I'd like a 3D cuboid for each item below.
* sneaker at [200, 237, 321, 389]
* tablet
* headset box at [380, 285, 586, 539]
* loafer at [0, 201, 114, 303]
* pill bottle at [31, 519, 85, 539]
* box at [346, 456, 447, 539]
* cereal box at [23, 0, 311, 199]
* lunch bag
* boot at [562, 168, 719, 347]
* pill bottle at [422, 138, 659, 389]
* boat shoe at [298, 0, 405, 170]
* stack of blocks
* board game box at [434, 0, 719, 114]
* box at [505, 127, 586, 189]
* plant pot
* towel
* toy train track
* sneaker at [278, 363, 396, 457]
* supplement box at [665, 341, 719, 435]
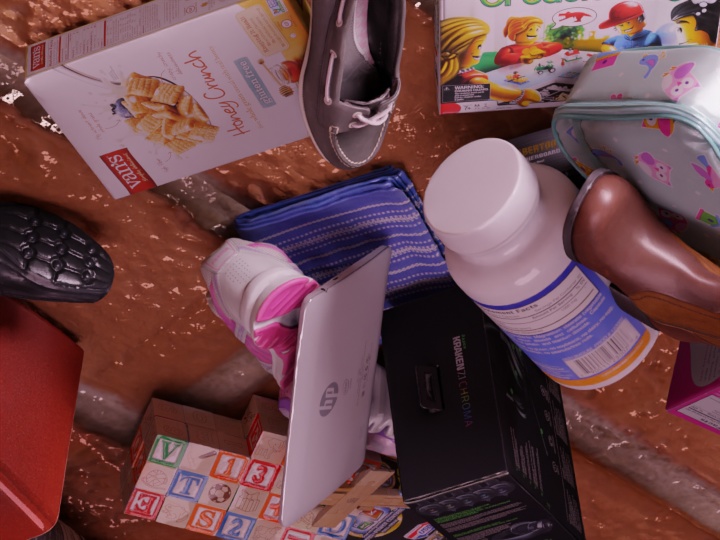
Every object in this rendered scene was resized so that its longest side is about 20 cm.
[{"bbox_3d":[-0.069,0.024,1.575,0.081,0.088,0.200,-44,160,-9],"label":"sneaker"},{"bbox_3d":[-0.019,0.090,1.568,0.014,0.130,0.202,19,118,24],"label":"tablet"},{"bbox_3d":[0.098,0.128,1.636,0.092,0.175,0.200,-18,148,18],"label":"headset box"},{"bbox_3d":[-0.286,-0.016,1.535,0.199,0.069,0.070,17,144,-17],"label":"loafer"},{"bbox_3d":[-0.312,0.269,1.830,0.115,0.117,0.200,-24,137,21],"label":"pill bottle"},{"bbox_3d":[0.010,0.257,1.905,0.159,0.045,0.200,21,133,-28],"label":"box"},{"bbox_3d":[-0.118,-0.132,1.430,0.198,0.040,0.144,-18,140,14],"label":"cereal box"},{"bbox_3d":[0.233,-0.066,1.405,0.160,0.077,0.200,3,143,49],"label":"lunch bag"},{"bbox_3d":[0.241,0.018,1.347,0.199,0.069,0.189,26,160,35],"label":"boot"},{"bbox_3d":[0.130,-0.007,1.474,0.111,0.113,0.200,-25,134,23],"label":"pill bottle"},{"bbox_3d":[-0.001,-0.145,1.374,0.067,0.057,0.201,-25,133,-28],"label":"boat shoe"},{"bbox_3d":[-0.096,0.172,1.753,0.198,0.059,0.116,16,115,-19],"label":"stack of blocks"},{"bbox_3d":[0.151,-0.170,1.416,0.198,0.035,0.127,-4,140,-1],"label":"board game box"},{"bbox_3d":[0.190,-0.036,1.570,0.157,0.049,0.201,-16,139,12],"label":"box"},{"bbox_3d":[-0.355,0.105,1.584,0.198,0.201,0.177,-21,128,18],"label":"plant pot"},{"bbox_3d":[0.000,0.000,1.614,0.144,0.024,0.200,-16,139,15],"label":"towel"},{"bbox_3d":[0.028,0.183,1.726,0.198,0.033,0.115,6,147,-28],"label":"toy train track"},{"bbox_3d":[0.007,0.121,1.723,0.088,0.081,0.199,-17,149,40],"label":"sneaker"},{"bbox_3d":[0.327,0.056,1.518,0.103,0.102,0.200,25,155,-16],"label":"supplement box"}]
